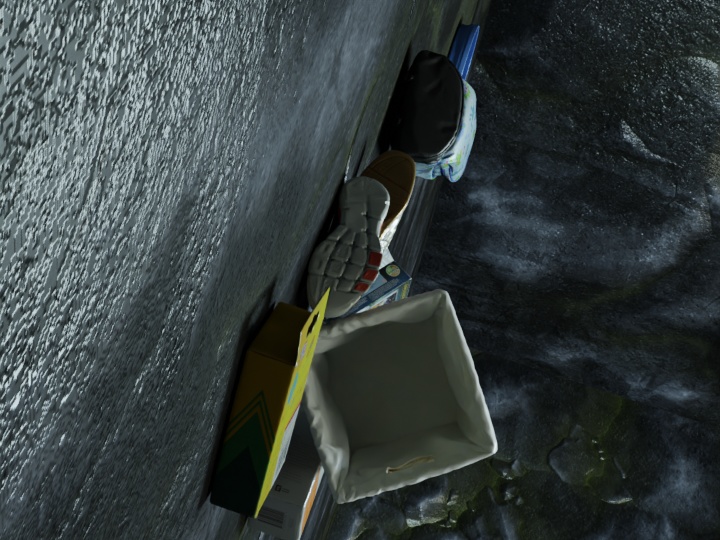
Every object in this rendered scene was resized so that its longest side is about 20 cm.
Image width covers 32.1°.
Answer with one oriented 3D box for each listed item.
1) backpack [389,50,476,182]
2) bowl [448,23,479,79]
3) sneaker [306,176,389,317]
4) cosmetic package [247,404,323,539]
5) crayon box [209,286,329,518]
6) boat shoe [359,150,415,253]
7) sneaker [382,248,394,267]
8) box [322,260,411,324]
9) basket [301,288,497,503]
[{"bbox_3d":[0.104,-0.204,1.814,0.200,0.153,0.164,137,-34,-74],"label":"backpack"},{"bbox_3d":[0.199,-0.415,2.593,0.201,0.039,0.202,18,90,-85],"label":"bowl"},{"bbox_3d":[-0.014,-0.014,1.439,0.082,0.077,0.201,112,0,-52],"label":"sneaker"},{"bbox_3d":[-0.076,0.225,1.572,0.102,0.071,0.201,101,8,-53],"label":"cosmetic package"},{"bbox_3d":[-0.086,0.118,1.202,0.127,0.050,0.201,-60,167,-69],"label":"crayon box"},{"bbox_3d":[0.009,-0.057,1.581,0.201,0.070,0.069,-63,174,-14],"label":"boat shoe"},{"bbox_3d":[0.000,0.000,1.759,0.200,0.074,0.087,-35,110,-71],"label":"sneaker"},{"bbox_3d":[-0.007,0.089,1.676,0.136,0.038,0.201,-32,153,-29],"label":"box"},{"bbox_3d":[0.034,0.138,1.458,0.161,0.197,0.202,-101,173,-88],"label":"basket"}]
